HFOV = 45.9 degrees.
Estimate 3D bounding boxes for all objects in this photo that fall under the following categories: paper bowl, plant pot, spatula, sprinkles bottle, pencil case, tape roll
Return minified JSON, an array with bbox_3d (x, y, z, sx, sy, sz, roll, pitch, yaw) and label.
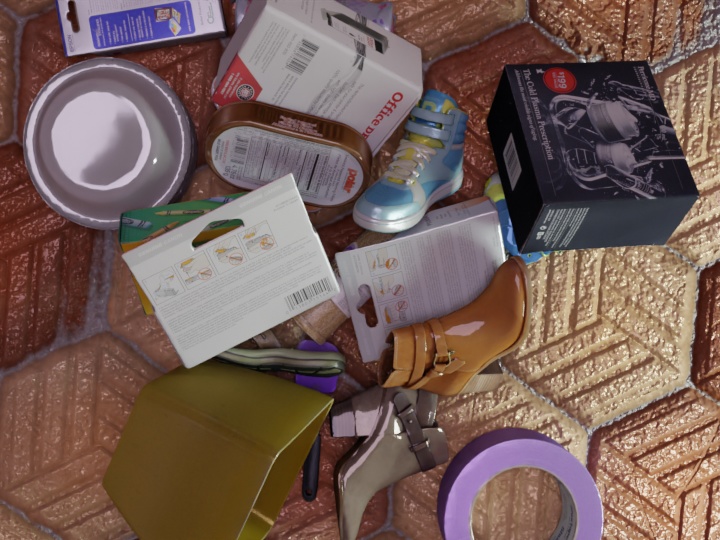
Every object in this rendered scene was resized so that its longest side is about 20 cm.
[{"bbox_3d":[-0.298,-0.149,1.009,0.197,0.104,0.204,0,92,-4],"label":"paper bowl"},{"bbox_3d":[-0.171,0.213,0.975,0.175,0.200,0.202,29,105,11],"label":"plant pot"},{"bbox_3d":[-0.058,0.191,1.070,0.056,0.021,0.203,4,94,10],"label":"spatula"},{"bbox_3d":[0.000,0.000,1.044,0.200,0.068,0.068,-44,93,-1],"label":"sprinkles bottle"},{"bbox_3d":[-0.056,-0.288,1.027,0.197,0.091,0.084,3,124,-2],"label":"pencil case"},{"bbox_3d":[0.197,0.304,1.065,0.197,0.066,0.203,0,91,-2],"label":"tape roll"}]

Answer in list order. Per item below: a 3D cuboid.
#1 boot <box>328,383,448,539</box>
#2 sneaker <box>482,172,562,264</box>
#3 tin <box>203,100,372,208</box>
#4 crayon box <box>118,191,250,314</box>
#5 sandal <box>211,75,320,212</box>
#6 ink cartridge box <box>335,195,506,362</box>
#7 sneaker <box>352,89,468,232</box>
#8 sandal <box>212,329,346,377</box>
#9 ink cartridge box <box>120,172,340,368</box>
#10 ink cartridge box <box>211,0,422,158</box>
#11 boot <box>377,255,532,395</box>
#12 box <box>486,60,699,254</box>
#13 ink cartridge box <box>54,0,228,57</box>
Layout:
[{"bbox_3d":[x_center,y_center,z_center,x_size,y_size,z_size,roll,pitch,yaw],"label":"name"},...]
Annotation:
[{"bbox_3d":[0.037,0.237,1.056,0.144,0.070,0.203,-4,97,-9],"label":"boot"},{"bbox_3d":[0.239,-0.047,1.060,0.198,0.076,0.106,20,103,4],"label":"sneaker"},{"bbox_3d":[-0.083,-0.130,0.986,0.197,0.112,0.042,12,53,-10],"label":"tin"},{"bbox_3d":[-0.173,-0.022,1.008,0.197,0.059,0.120,-9,134,-3],"label":"crayon box"},{"bbox_3d":[-0.103,-0.165,1.039,0.079,0.059,0.208,-37,93,-1],"label":"sandal"},{"bbox_3d":[0.080,0.014,1.032,0.197,0.050,0.164,-14,119,1],"label":"ink cartridge box"},{"bbox_3d":[0.058,-0.133,0.974,0.079,0.200,0.132,21,126,24],"label":"sneaker"},{"bbox_3d":[-0.115,0.092,1.040,0.198,0.080,0.058,7,76,-2],"label":"sandal"},{"bbox_3d":[-0.140,-0.005,0.938,0.198,0.045,0.178,-26,128,-7],"label":"ink cartridge box"},{"bbox_3d":[-0.048,-0.223,0.968,0.198,0.084,0.147,23,135,-22],"label":"ink cartridge box"},{"bbox_3d":[0.108,0.069,0.992,0.152,0.074,0.202,3,121,-17],"label":"boot"},{"bbox_3d":[0.260,-0.134,0.986,0.179,0.105,0.202,-4,60,-9],"label":"box"},{"bbox_3d":[-0.267,-0.320,1.039,0.197,0.037,0.096,-10,93,-5],"label":"ink cartridge box"}]
